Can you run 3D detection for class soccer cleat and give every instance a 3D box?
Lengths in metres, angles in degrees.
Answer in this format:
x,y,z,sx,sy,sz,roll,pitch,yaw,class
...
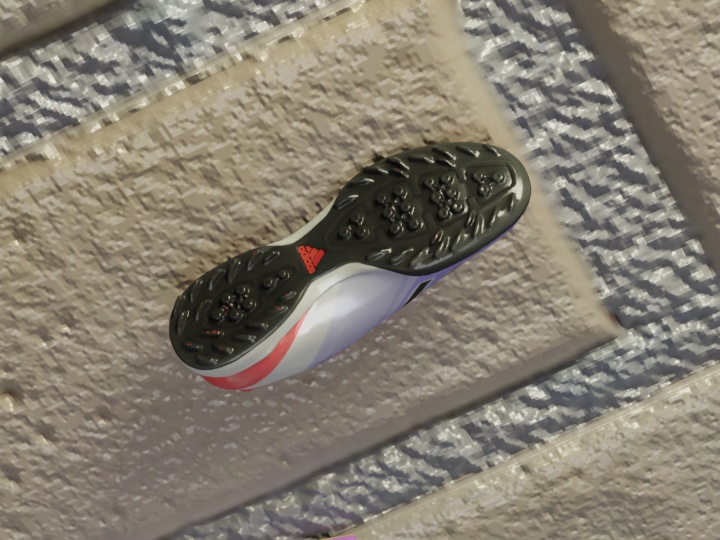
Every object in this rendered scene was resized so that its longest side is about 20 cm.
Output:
x,y,z,sx,sy,sz,roll,pitch,yaw,class
0.000,0.000,1.321,0.200,0.068,0.073,-29,152,8,soccer cleat

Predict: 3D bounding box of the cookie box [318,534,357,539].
x,y,z,sx,sy,sz,roll,pitch,yaw,class
-0.070,0.259,1.504,0.171,0.075,0.200,-9,131,-3,cookie box
